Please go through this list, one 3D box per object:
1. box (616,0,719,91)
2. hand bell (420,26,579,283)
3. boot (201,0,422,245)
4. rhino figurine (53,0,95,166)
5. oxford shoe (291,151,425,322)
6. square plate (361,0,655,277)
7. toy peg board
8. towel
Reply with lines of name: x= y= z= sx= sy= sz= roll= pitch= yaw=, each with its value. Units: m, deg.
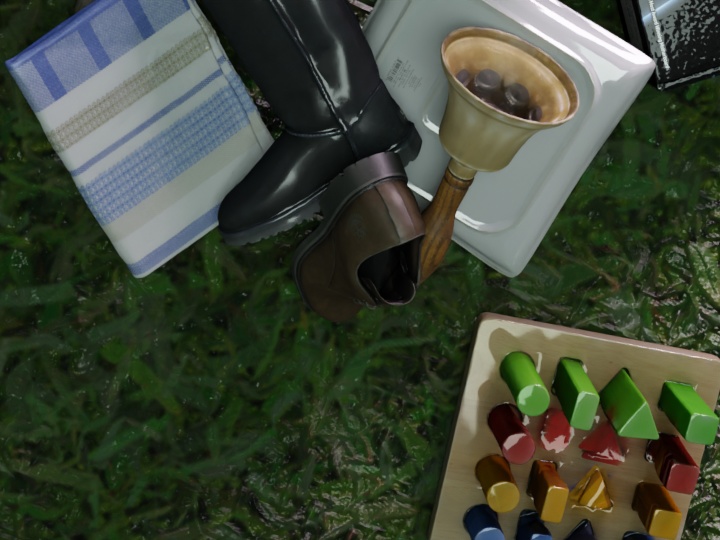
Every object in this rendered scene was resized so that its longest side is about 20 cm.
box: x=0.259 y=-0.251 z=1.442 sx=0.163 sy=0.086 sz=0.201 roll=-17 pitch=105 yaw=-1
hand bell: x=0.068 y=-0.063 z=1.427 sx=0.104 sy=0.104 sz=0.201 roll=19 pitch=128 yaw=-10
boot: x=-0.071 y=-0.136 z=1.408 sx=0.164 sy=0.066 sz=0.201 roll=-28 pitch=115 yaw=6
rhino figurine: x=-0.188 y=-0.152 z=1.442 sx=0.087 sy=0.060 sz=0.201 roll=-2 pitch=108 yaw=-16
oxford shoe: x=0.000 y=0.000 z=1.437 sx=0.072 sy=0.200 sz=0.085 roll=-21 pitch=71 yaw=-18
square plate: x=0.079 y=-0.119 z=1.451 sx=0.197 sy=0.028 sz=0.201 roll=32 pitch=114 yaw=-1
toy peg board: x=0.170 y=0.156 z=1.535 sx=0.199 sy=0.098 sz=0.200 roll=11 pitch=103 yaw=-7
towel: x=-0.149 y=-0.108 z=1.431 sx=0.147 sy=0.024 sz=0.201 roll=-38 pitch=122 yaw=-14
